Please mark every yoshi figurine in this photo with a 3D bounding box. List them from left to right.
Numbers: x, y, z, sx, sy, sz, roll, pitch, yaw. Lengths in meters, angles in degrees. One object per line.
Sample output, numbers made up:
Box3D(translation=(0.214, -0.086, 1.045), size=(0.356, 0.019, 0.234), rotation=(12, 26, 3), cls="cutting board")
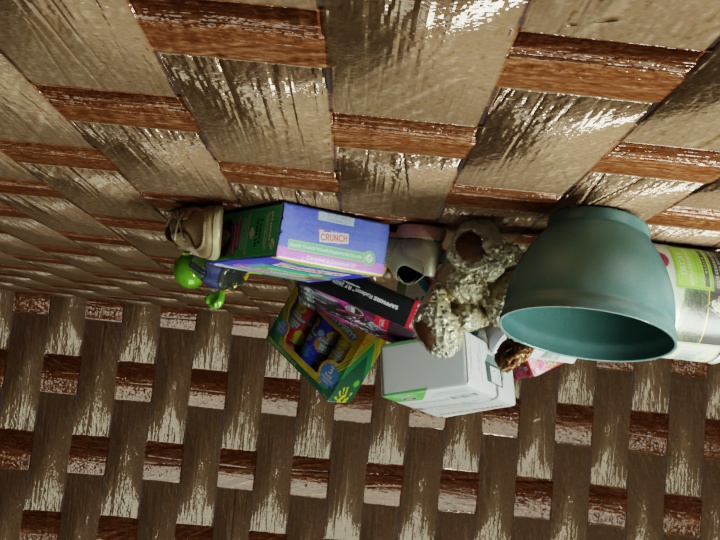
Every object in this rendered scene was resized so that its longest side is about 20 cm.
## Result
Box3D(translation=(-0.259, -0.002, 1.877), size=(0.111, 0.114, 0.200), rotation=(24, 171, -16), cls="yoshi figurine")

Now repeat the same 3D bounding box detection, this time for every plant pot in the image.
Box3D(translation=(0.262, 0.010, 1.267), size=(0.196, 0.137, 0.201), rotation=(9, 162, 3), cls="plant pot")

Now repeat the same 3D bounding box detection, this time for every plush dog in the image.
Box3D(translation=(0.184, 0.029, 1.458), size=(0.170, 0.202, 0.161), rotation=(29, -152, 8), cls="plush dog")

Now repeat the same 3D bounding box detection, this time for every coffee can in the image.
Box3D(translation=(0.366, 0.037, 1.435), size=(0.196, 0.149, 0.146), rotation=(6, 174, -8), cls="coffee can")

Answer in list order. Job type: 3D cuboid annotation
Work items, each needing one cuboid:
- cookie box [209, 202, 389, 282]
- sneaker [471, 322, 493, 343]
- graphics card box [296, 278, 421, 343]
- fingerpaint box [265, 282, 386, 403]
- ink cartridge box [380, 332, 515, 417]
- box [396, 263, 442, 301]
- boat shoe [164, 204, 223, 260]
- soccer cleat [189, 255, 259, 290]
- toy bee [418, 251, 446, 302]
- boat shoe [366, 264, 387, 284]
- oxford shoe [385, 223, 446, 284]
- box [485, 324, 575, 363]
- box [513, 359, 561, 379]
Box3D(translation=(-0.085, -0.035, 1.515), size=(0.169, 0.077, 0.199), rotation=(11, 171, -32), cls="cookie box")
Box3D(translation=(0.231, 0.049, 1.727), size=(0.093, 0.071, 0.200), rotation=(27, 128, -26), cls="sneaker")
Box3D(translation=(0.001, 0.051, 1.694), size=(0.197, 0.051, 0.126), rotation=(24, 164, 5), cls="graphics card box")
Box3D(translation=(-0.060, 0.116, 2.058), size=(0.200, 0.168, 0.073), rotation=(41, -163, 35), cls="fingerpaint box")
Box3D(translation=(0.136, 0.162, 1.717), size=(0.144, 0.086, 0.199), rotation=(-12, 160, 25), cls="ink cartridge box")
Box3D(translation=(0.111, 0.066, 1.925), size=(0.036, 0.147, 0.199), rotation=(9, 173, -22), cls="box")
Box3D(translation=(-0.225, -0.051, 1.506), size=(0.063, 0.073, 0.200), rotation=(7, 175, -17), cls="boat shoe")
Box3D(translation=(-0.182, -0.024, 1.663), size=(0.083, 0.066, 0.200), rotation=(23, -159, 15), cls="soccer cleat")
Box3D(translation=(0.130, 0.036, 1.701), size=(0.199, 0.109, 0.131), rotation=(-18, 158, -51), cls="toy bee")
Box3D(translation=(0.000, 0.000, 1.758), size=(0.074, 0.073, 0.200), rotation=(6, 174, -7), cls="boat shoe")
Box3D(translation=(0.050, -0.019, 1.539), size=(0.070, 0.075, 0.199), rotation=(8, 173, -21), cls="oxford shoe")
Box3D(translation=(0.298, 0.056, 1.654), size=(0.153, 0.042, 0.201), rotation=(8, 137, -23), cls="box")
Box3D(translation=(0.334, 0.099, 1.873), size=(0.197, 0.097, 0.100), rotation=(-23, 179, -17), cls="box")
